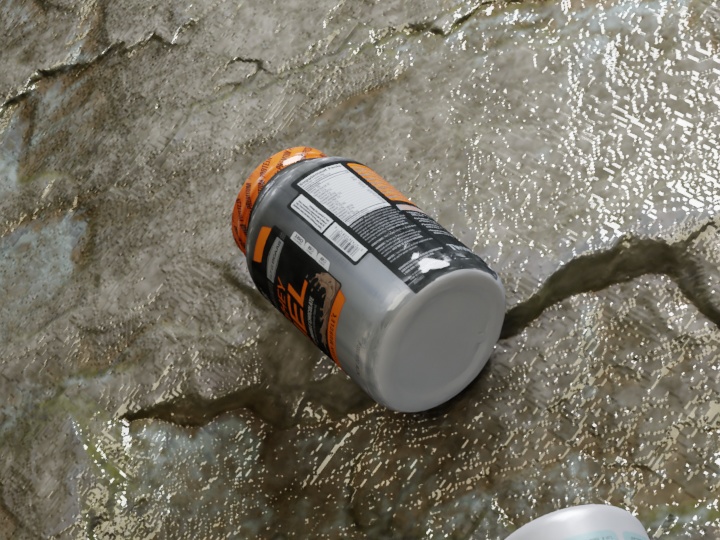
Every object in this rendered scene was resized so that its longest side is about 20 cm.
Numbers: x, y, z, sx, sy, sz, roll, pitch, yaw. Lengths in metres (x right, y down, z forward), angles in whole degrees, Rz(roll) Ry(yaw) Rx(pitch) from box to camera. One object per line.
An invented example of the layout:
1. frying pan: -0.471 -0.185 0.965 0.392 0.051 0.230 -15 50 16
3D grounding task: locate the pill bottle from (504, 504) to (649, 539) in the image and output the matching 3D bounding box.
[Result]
1. pill bottle: 0.149 0.246 1.096 0.110 0.111 0.201 -30 51 12

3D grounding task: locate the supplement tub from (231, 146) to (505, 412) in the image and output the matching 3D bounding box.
1. supplement tub: 0.000 0.000 1.328 0.123 0.123 0.200 -47 49 -2
